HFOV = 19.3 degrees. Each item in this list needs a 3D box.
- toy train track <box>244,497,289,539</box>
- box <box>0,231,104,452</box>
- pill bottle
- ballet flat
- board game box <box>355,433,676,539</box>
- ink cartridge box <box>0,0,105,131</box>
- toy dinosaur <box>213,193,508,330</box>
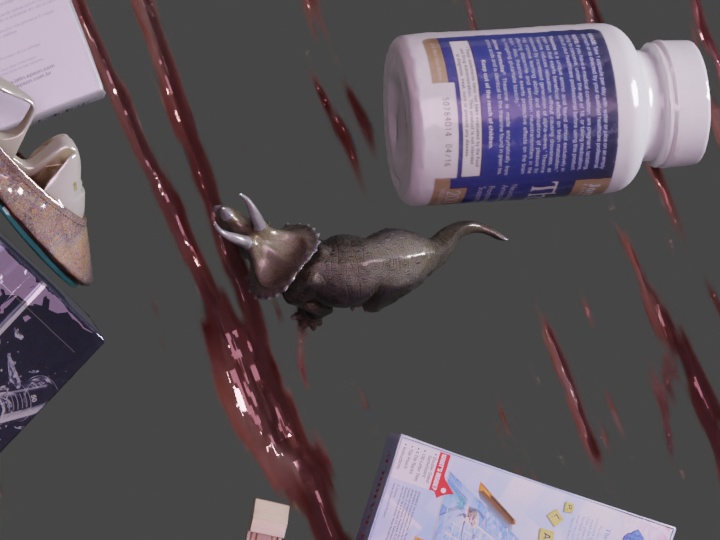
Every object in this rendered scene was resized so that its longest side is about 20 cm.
[{"bbox_3d":[-0.077,0.248,1.362,0.114,0.033,0.202,13,86,-8],"label":"toy train track"},{"bbox_3d":[-0.290,0.034,1.283,0.200,0.104,0.182,44,85,-14],"label":"box"},{"bbox_3d":[0.120,-0.103,1.377,0.198,0.111,0.112,-4,87,-9],"label":"pill bottle"},{"bbox_3d":[-0.215,-0.070,1.311,0.067,0.068,0.200,-42,123,1],"label":"ballet flat"},{"bbox_3d":[0.083,0.232,1.384,0.198,0.041,0.201,20,84,-9],"label":"board game box"},{"bbox_3d":[-0.289,-0.168,1.348,0.198,0.041,0.201,-22,92,-9],"label":"ink cartridge box"},{"bbox_3d":[0.000,0.000,1.356,0.198,0.102,0.078,4,86,-8],"label":"toy dinosaur"}]
